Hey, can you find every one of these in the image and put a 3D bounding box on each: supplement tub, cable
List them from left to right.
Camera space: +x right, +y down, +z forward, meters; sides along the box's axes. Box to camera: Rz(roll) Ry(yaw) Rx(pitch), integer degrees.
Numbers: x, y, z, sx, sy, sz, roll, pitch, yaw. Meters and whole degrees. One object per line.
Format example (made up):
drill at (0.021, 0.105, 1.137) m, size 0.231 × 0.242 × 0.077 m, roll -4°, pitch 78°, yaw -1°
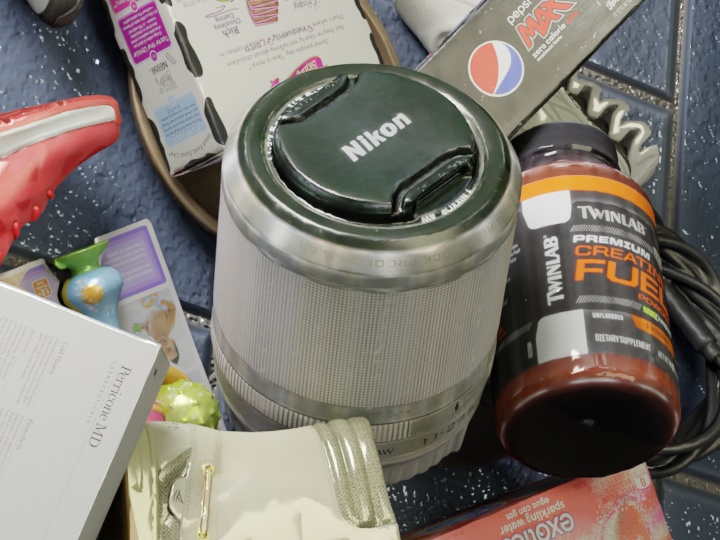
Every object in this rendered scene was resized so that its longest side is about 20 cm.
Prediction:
supplement tub at (0.122, 0.012, 1.694) m, size 0.107 × 0.107 × 0.200 m, roll 21°, pitch 47°, yaw -31°
cable at (0.169, 0.036, 1.855) m, size 0.200 × 0.051 × 0.163 m, roll 41°, pitch 51°, yaw -15°

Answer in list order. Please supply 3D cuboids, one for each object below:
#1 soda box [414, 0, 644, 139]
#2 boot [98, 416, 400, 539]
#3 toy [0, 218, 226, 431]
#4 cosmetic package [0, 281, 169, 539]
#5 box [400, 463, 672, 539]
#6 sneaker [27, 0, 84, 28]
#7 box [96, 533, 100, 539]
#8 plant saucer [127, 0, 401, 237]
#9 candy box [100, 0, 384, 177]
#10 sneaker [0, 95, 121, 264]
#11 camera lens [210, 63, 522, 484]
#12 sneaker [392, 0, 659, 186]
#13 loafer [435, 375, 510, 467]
soda box at (0.098, -0.137, 1.750) m, size 0.071 × 0.063 × 0.200 m, roll 45°, pitch 76°, yaw -1°
boot at (-0.054, 0.174, 1.527) m, size 0.154 × 0.072 × 0.200 m, roll -1°, pitch 79°, yaw -21°
toy at (-0.117, 0.077, 1.620) m, size 0.115 × 0.047 × 0.200 m, roll -22°, pitch 90°, yaw -37°
cosmetic package at (-0.203, 0.105, 1.467) m, size 0.151 × 0.052 × 0.200 m, roll 21°, pitch 78°, yaw 9°
box at (0.080, 0.184, 1.703) m, size 0.200 × 0.103 × 0.095 m, roll -18°, pitch 88°, yaw -40°
sneaker at (-0.214, -0.221, 1.630) m, size 0.079 × 0.074 × 0.200 m, roll -27°, pitch 87°, yaw -30°
box at (-0.143, 0.189, 1.545) m, size 0.110 × 0.035 × 0.200 m, roll 3°, pitch 82°, yaw -25°
plant saucer at (-0.056, -0.099, 1.733) m, size 0.200 × 0.029 × 0.201 m, roll 12°, pitch 69°, yaw -35°
candy box at (-0.080, -0.169, 1.679) m, size 0.136 × 0.061 × 0.200 m, roll -21°, pitch 89°, yaw -39°
sneaker at (-0.204, -0.017, 1.579) m, size 0.200 × 0.078 × 0.116 m, roll -23°, pitch 99°, yaw -27°
camera lens at (0.000, 0.000, 1.607) m, size 0.160 × 0.200 × 0.160 m, roll 4°, pitch 45°, yaw -4°
sneaker at (0.091, -0.108, 1.806) m, size 0.200 × 0.075 × 0.081 m, roll 43°, pitch 60°, yaw -2°
loafer at (0.078, 0.075, 1.748) m, size 0.200 × 0.072 × 0.063 m, roll 5°, pitch 44°, yaw -15°
